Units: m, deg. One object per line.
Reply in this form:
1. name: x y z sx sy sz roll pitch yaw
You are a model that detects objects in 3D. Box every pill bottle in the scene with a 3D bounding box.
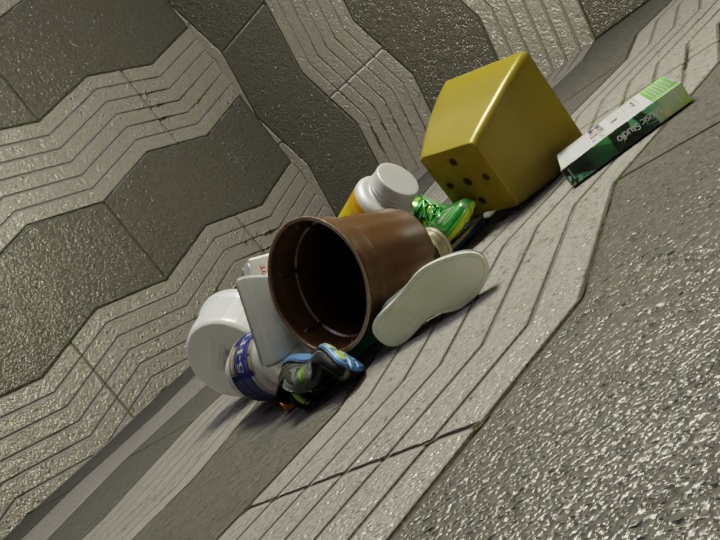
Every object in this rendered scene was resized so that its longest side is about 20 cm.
1. pill bottle: 0.019 -0.080 1.411 0.201 0.109 0.109 -58 -7 37
2. pill bottle: -0.154 0.154 1.397 0.120 0.120 0.200 -42 7 -30

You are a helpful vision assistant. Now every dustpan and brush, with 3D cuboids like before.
1. dustpan and brush: -0.105 0.061 1.306 0.199 0.141 0.057 -17 -2 -38

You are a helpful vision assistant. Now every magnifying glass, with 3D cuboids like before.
1. magnifying glass: -0.042 0.143 1.285 0.200 0.022 0.080 -41 7 -8

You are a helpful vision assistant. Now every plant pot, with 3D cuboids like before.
1. plant pot: 0.217 -0.206 1.396 0.199 0.200 0.177 -7 40 54
2. plant pot: 0.000 0.000 1.251 0.197 0.202 0.200 -20 -9 -46

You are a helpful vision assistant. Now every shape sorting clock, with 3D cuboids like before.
1. shape sorting clock: 0.142 -0.050 1.492 0.199 0.039 0.200 -39 6 5

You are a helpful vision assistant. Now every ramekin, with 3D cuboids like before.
1. ramekin: -0.239 0.146 1.621 0.200 0.201 0.098 -35 14 30

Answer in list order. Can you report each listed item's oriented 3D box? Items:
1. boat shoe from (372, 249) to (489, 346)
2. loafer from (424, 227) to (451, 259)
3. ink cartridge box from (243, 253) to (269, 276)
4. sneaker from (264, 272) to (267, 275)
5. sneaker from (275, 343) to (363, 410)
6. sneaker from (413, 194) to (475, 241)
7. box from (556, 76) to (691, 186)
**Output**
1. boat shoe: 0.093 0.026 1.104 0.200 0.073 0.062 -41 8 35
2. loafer: 0.076 0.004 1.373 0.068 0.076 0.200 -47 0 -44
3. ink cartridge box: -0.099 0.029 1.530 0.198 0.146 0.084 -17 -4 -18
4. sneaker: -0.097 0.070 1.430 0.115 0.200 0.076 -46 -21 -6
5. sneaker: -0.061 0.155 1.176 0.199 0.070 0.083 -24 39 56
6. sneaker: 0.115 -0.086 1.424 0.199 0.084 0.074 -17 29 54
7. box: 0.383 -0.208 1.242 0.199 0.036 0.144 -38 6 19
